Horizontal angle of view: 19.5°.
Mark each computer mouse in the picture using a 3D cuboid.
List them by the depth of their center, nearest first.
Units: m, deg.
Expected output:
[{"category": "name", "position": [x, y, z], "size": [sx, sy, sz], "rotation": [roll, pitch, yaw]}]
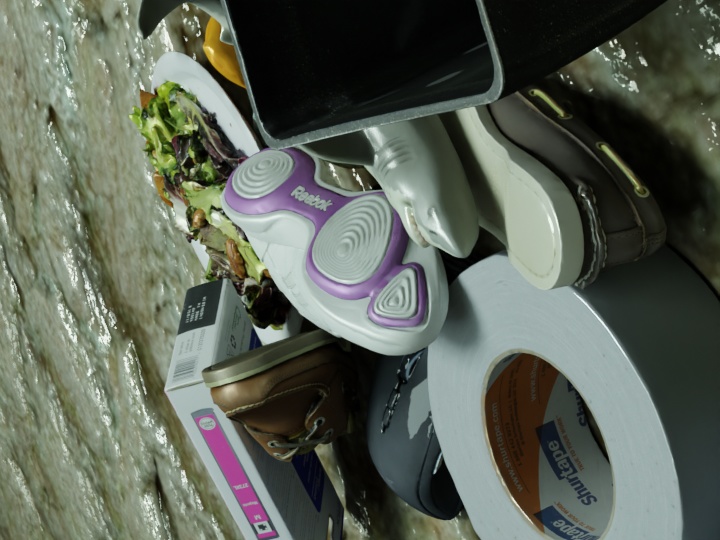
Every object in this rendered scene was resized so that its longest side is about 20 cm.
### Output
[{"category": "computer mouse", "position": [0.017, 0.049, 1.214], "size": [0.140, 0.046, 0.201], "rotation": [47, 143, 36]}]

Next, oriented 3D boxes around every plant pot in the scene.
[{"category": "plant pot", "position": [0.048, -0.180, 0.897], "size": [0.199, 0.176, 0.201], "rotation": [-6, 101, 59]}]

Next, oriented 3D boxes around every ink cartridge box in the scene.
[{"category": "ink cartridge box", "position": [-0.061, 0.111, 1.282], "size": [0.095, 0.037, 0.201], "rotation": [-83, -28, -53]}]

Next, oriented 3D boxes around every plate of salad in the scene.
[{"category": "plate of salad", "position": [-0.094, -0.040, 1.324], "size": [0.200, 0.048, 0.201], "rotation": [49, 152, 38]}]

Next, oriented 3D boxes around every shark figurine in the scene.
[{"category": "shark figurine", "position": [-0.008, -0.108, 1.024], "size": [0.214, 0.128, 0.090], "rotation": [41, 109, -4]}]

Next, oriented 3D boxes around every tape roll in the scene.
[{"category": "tape roll", "position": [0.117, 0.079, 1.047], "size": [0.200, 0.066, 0.202], "rotation": [35, 135, 45]}]

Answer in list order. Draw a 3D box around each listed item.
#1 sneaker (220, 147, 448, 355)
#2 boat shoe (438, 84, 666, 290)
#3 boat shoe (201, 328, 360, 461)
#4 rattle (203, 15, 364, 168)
[{"category": "sneaker", "position": [0.000, 0.000, 1.126], "size": [0.100, 0.075, 0.200], "rotation": [58, 171, -35]}, {"category": "boat shoe", "position": [0.082, -0.056, 1.020], "size": [0.200, 0.059, 0.072], "rotation": [-126, 30, -57]}, {"category": "boat shoe", "position": [-0.034, 0.073, 1.213], "size": [0.200, 0.071, 0.069], "rotation": [-5, -101, -75]}, {"category": "rattle", "position": [-0.060, -0.100, 1.170], "size": [0.199, 0.143, 0.131], "rotation": [-3, 120, 54]}]
